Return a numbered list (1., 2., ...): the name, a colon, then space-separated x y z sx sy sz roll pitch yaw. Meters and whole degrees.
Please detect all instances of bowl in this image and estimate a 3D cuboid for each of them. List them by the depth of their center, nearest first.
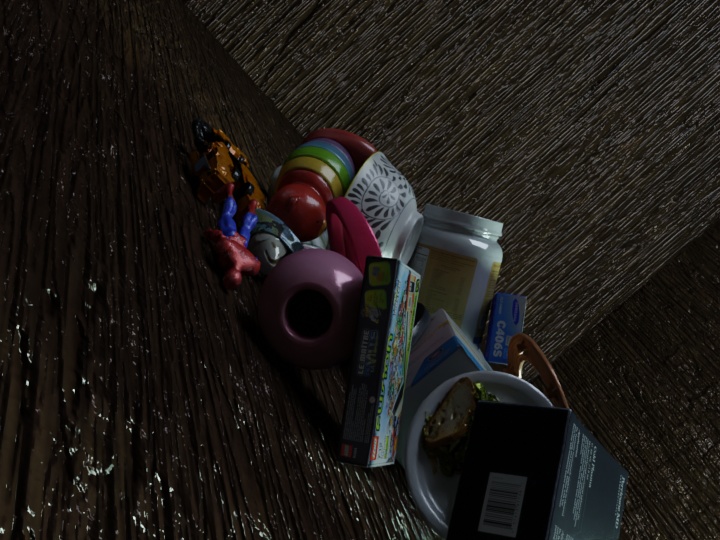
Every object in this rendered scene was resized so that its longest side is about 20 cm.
1. bowl: 0.031 -0.056 1.315 0.093 0.204 0.201 22 1 12

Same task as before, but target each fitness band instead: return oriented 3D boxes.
1. fitness band: 0.000 0.000 1.142 0.202 0.037 0.145 82 -16 -47

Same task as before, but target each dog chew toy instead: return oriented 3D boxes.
1. dog chew toy: -0.043 0.037 1.022 0.125 0.124 0.200 49 7 1

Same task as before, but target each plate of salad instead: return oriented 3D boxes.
1. plate of salad: 0.147 0.212 1.033 0.201 0.199 0.048 50 -15 8

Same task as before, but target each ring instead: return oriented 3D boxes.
1. ring: 0.220 0.178 1.154 0.200 0.019 0.205 164 -89 -81

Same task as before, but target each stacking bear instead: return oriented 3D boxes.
1. stacking bear: -0.066 -0.108 1.271 0.112 0.122 0.201 32 34 -3

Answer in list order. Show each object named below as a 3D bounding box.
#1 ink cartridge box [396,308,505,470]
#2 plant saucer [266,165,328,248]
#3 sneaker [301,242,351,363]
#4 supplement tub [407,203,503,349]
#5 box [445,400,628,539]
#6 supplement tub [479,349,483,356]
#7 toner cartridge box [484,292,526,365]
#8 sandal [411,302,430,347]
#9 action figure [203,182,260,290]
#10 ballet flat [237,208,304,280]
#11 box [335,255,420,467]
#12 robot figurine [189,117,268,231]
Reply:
1. ink cartridge box: 0.102 0.167 1.179 0.145 0.146 0.200 50 7 -9
2. plant saucer: -0.092 -0.054 1.373 0.201 0.049 0.202 54 22 -33
3. sneaker: -0.034 0.052 1.228 0.200 0.075 0.116 45 11 -43
4. supplement tub: 0.132 0.014 1.387 0.141 0.205 0.145 14 4 -1
5. box: 0.171 0.257 0.897 0.102 0.204 0.182 -1 -29 36
6. supplement tub: 0.147 0.185 1.450 0.132 0.131 0.200 48 7 -9
7. toner cartridge box: 0.208 0.087 1.343 0.042 0.097 0.200 7 -4 7
8. sandal: 0.038 0.090 1.202 0.043 0.076 0.200 51 32 -9
9. action figure: -0.145 -0.034 1.061 0.065 0.052 0.201 41 15 -24
10. ballet flat: -0.091 0.006 1.147 0.200 0.074 0.074 48 7 7
11. box: 0.021 0.095 0.948 0.034 0.205 0.110 7 -6 17
12. robot figurine: -0.186 -0.130 1.267 0.145 0.058 0.201 47 8 -28
